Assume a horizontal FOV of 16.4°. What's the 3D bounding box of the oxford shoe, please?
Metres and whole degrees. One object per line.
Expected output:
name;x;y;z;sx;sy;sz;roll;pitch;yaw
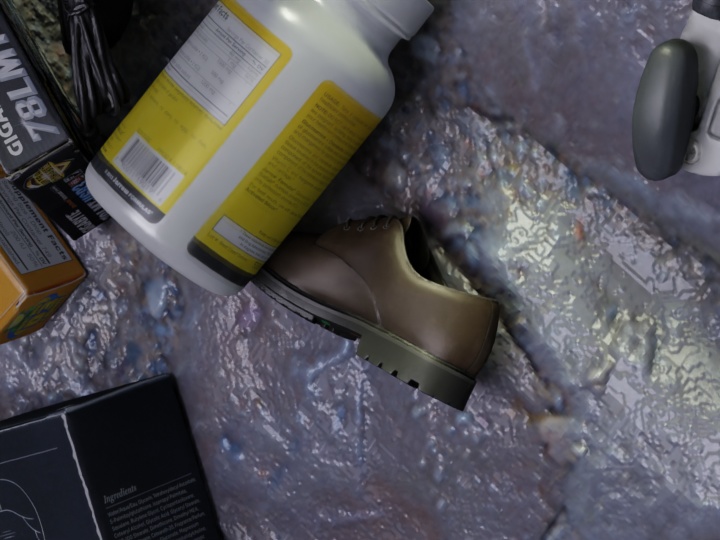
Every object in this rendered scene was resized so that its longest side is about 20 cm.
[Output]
oxford shoe;0.000;0.000;1.433;0.200;0.073;0.085;29;93;28

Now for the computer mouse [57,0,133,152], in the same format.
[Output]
computer mouse;-0.149;-0.136;1.450;0.046;0.200;0.141;-8;89;-7

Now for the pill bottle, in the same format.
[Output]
pill bottle;-0.052;-0.093;1.384;0.112;0.112;0.200;41;95;20

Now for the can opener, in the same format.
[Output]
can opener;0.188;-0.137;1.265;0.053;0.067;0.201;27;118;26

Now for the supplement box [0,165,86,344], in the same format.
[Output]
supplement box;-0.263;-0.049;1.591;0.067;0.069;0.200;-44;74;33

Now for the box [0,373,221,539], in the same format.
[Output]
box;-0.174;0.183;1.556;0.148;0.107;0.201;-16;92;36

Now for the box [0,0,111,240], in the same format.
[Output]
box;-0.215;-0.127;1.469;0.050;0.199;0.200;-31;81;0
